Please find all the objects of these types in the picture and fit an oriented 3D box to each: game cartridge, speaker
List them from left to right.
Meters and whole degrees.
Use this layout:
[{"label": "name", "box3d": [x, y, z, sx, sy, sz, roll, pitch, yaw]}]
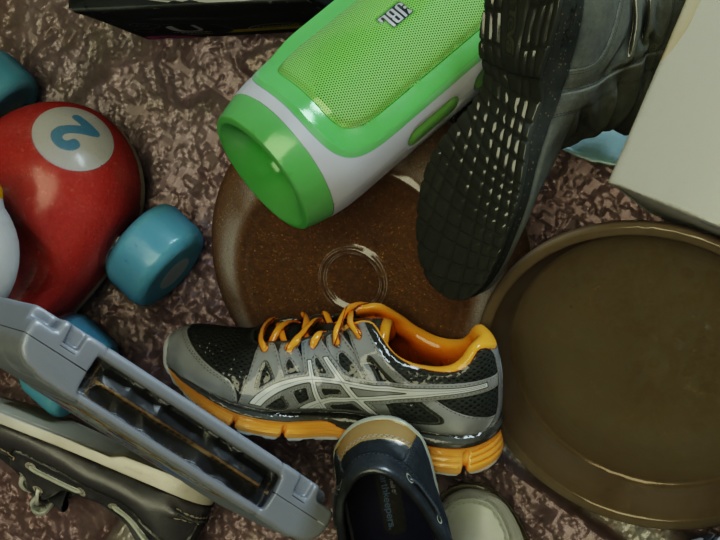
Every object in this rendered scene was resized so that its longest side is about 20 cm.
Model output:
[{"label": "game cartridge", "box3d": [-0.119, 0.082, 0.881, 0.199, 0.133, 0.042, 36, 73, -22]}, {"label": "speaker", "box3d": [0.020, -0.113, 0.855, 0.200, 0.089, 0.089, -41, 80, -17]}]

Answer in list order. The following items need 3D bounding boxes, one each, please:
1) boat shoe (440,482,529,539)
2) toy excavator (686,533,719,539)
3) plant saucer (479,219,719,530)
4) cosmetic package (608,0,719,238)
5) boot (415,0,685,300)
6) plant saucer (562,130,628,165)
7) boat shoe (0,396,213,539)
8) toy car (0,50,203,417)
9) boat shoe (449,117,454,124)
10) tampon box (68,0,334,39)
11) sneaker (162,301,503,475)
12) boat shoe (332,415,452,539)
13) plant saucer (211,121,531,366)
[{"label": "boat shoe", "box3d": [0.069, 0.227, 0.924, 0.074, 0.068, 0.203, -5, 88, 14]}, {"label": "toy excavator", "box3d": [0.281, 0.151, 0.861, 0.101, 0.199, 0.194, 62, 146, 6]}, {"label": "plant saucer", "box3d": [0.161, 0.057, 0.879, 0.197, 0.030, 0.202, 11, 124, 16]}, {"label": "cosmetic package", "box3d": [0.209, -0.117, 0.826, 0.072, 0.103, 0.202, 25, 92, 23]}, {"label": "boot", "box3d": [0.112, -0.077, 0.852, 0.068, 0.130, 0.202, 38, 120, 40]}, {"label": "plant saucer", "box3d": [0.162, -0.160, 0.918, 0.198, 0.039, 0.204, 0, 90, 14]}, {"label": "boat shoe", "box3d": [-0.188, 0.127, 0.988, 0.198, 0.073, 0.063, 20, 91, 9]}, {"label": "toy car", "box3d": [-0.225, -0.024, 0.932, 0.184, 0.200, 0.177, 41, 99, 10]}, {"label": "boat shoe", "box3d": [0.021, -0.093, 0.938, 0.073, 0.066, 0.203, -1, 90, 14]}, {"label": "tampon box", "box3d": [-0.081, -0.246, 0.935, 0.148, 0.126, 0.203, 0, 90, 15]}, {"label": "sneaker", "box3d": [-0.012, 0.052, 0.890, 0.197, 0.078, 0.078, 10, 114, 2]}, {"label": "boat shoe", "box3d": [0.027, 0.178, 0.852, 0.074, 0.062, 0.203, -12, 104, 10]}, {"label": "plant saucer", "box3d": [0.000, 0.000, 0.924, 0.198, 0.037, 0.203, 6, 113, 15]}]
